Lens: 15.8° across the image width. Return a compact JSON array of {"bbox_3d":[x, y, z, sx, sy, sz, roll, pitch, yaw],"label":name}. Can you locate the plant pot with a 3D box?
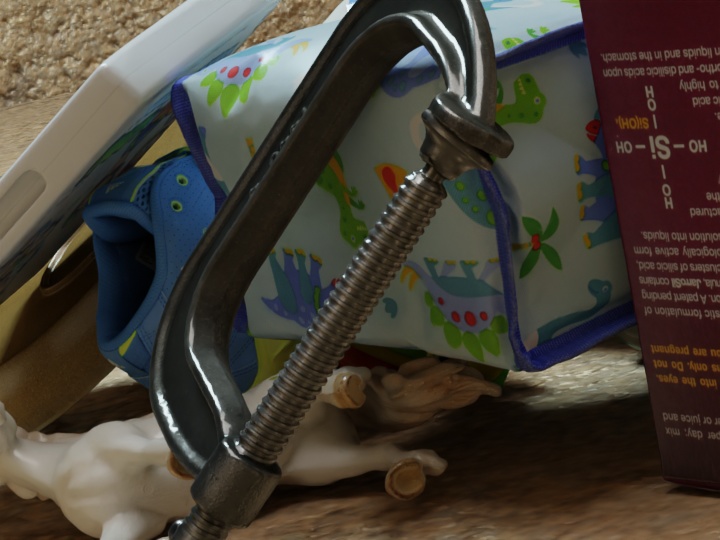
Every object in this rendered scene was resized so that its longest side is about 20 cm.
[{"bbox_3d":[-0.107,-0.008,1.110,0.200,0.027,0.200,-44,17,17],"label":"plant pot"}]

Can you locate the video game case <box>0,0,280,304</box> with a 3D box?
[{"bbox_3d":[-0.115,-0.034,1.003,0.182,0.024,0.200,-46,2,22],"label":"video game case"}]

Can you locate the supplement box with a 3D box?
[{"bbox_3d":[0.143,-0.040,0.813,0.110,0.200,0.086,-19,13,-38],"label":"supplement box"}]

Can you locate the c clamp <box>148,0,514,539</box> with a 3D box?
[{"bbox_3d":[-0.010,0.004,0.776,0.027,0.200,0.171,26,10,-25],"label":"c clamp"}]

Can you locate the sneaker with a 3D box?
[{"bbox_3d":[-0.041,-0.034,0.986,0.105,0.200,0.076,32,-24,-35],"label":"sneaker"}]

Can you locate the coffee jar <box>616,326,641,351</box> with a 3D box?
[{"bbox_3d":[0.195,-0.027,1.035,0.200,0.085,0.104,-17,12,-26],"label":"coffee jar"}]

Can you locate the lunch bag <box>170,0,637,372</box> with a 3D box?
[{"bbox_3d":[0.065,-0.045,0.915,0.200,0.127,0.170,-26,19,-35],"label":"lunch bag"}]

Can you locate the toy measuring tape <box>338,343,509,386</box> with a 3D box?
[{"bbox_3d":[0.000,0.000,1.068,0.074,0.074,0.200,-15,26,-21],"label":"toy measuring tape"}]

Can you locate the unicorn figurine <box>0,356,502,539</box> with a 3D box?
[{"bbox_3d":[-0.063,0.062,0.895,0.200,0.074,0.137,3,3,-24],"label":"unicorn figurine"}]

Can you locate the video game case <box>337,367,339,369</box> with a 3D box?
[{"bbox_3d":[0.010,0.023,1.165,0.200,0.018,0.143,-13,9,-15],"label":"video game case"}]
